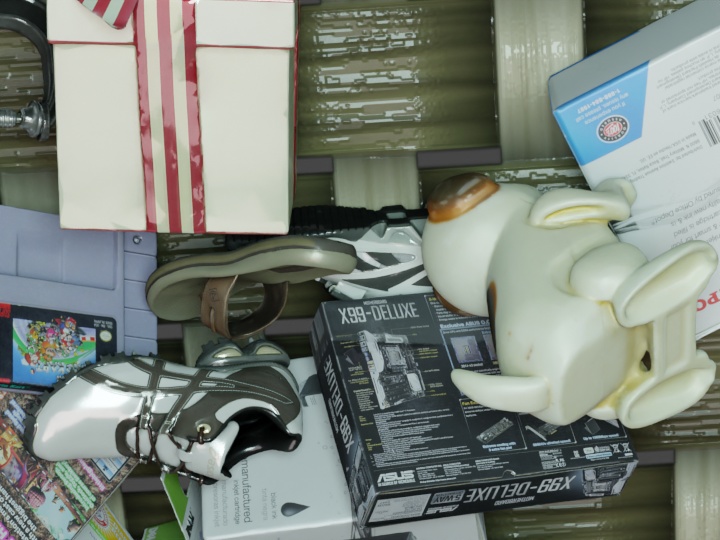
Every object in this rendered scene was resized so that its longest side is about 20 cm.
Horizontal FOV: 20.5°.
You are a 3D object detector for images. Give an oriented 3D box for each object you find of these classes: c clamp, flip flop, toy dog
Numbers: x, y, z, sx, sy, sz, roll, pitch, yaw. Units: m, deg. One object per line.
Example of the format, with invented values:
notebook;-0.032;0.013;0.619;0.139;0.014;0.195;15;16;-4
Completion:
c clamp;-0.286;-0.125;1.357;0.198;0.172;0.027;-5;153;-25
flip flop;-0.078;0.017;1.381;0.199;0.081;0.058;-12;80;44
toy dog;0.121;0.016;1.342;0.193;0.200;0.140;-32;134;-13

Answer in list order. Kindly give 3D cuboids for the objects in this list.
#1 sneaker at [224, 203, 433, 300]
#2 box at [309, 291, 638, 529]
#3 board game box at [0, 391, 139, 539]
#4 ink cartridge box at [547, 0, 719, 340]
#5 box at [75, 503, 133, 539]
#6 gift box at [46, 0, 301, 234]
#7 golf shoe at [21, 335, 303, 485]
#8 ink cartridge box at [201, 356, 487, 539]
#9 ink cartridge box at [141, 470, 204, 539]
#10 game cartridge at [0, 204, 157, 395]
sneaker;0.000;0.000;1.449;0.198;0.074;0.089;0;109;1
box;0.077;0.090;1.400;0.198;0.159;0.050;-6;145;-18
board game box;-0.263;0.123;1.425;0.096;0.200;0.160;-18;115;48
ink cartridge box;0.240;-0.072;1.412;0.145;0.084;0.201;-26;109;11
box;-0.237;0.257;1.484;0.112;0.200;0.102;-30;107;14
gift box;-0.113;-0.134;1.338;0.182;0.200;0.189;-1;110;-5
golf shoe;-0.133;0.105;1.377;0.198;0.095;0.078;-14;135;-15
ink cartridge box;-0.014;0.141;1.458;0.198;0.145;0.084;-7;144;2
ink cartridge box;-0.139;0.219;1.497;0.075;0.148;0.202;-16;109;8
game cartridge;-0.229;0.022;1.396;0.199;0.131;0.038;9;158;-39
